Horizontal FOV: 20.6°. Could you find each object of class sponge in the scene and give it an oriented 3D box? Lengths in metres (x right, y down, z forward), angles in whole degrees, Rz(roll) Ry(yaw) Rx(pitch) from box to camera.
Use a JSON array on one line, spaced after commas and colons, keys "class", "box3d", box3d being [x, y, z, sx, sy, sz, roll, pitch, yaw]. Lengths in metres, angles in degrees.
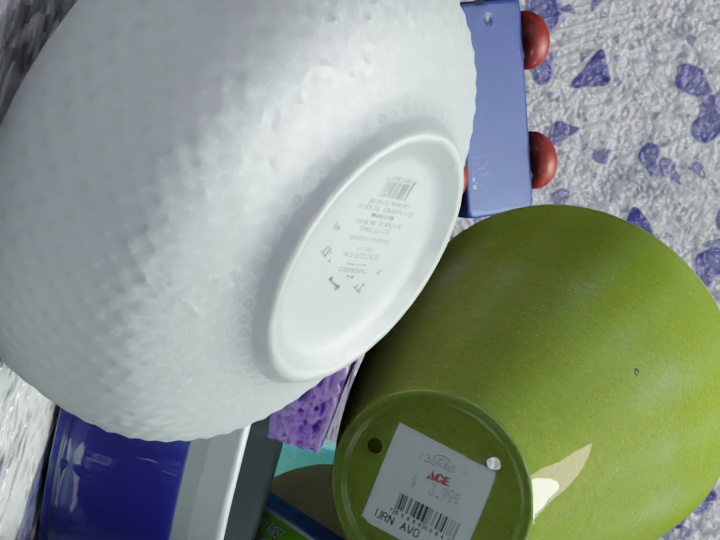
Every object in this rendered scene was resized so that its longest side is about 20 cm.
[{"class": "sponge", "box3d": [0.000, 0.000, 0.925, 0.200, 0.030, 0.112, -68, 178, -73]}]

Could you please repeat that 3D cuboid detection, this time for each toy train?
[{"class": "toy train", "box3d": [0.044, -0.134, 1.159, 0.116, 0.085, 0.200, 6, -77, 53]}]

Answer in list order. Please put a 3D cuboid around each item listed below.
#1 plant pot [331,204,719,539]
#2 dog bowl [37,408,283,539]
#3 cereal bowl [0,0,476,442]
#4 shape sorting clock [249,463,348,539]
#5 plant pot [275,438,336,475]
[{"class": "plant pot", "box3d": [0.068, 0.078, 0.936, 0.200, 0.187, 0.187, -28, 135, -65]}, {"class": "dog bowl", "box3d": [-0.078, 0.061, 0.902, 0.200, 0.079, 0.200, 14, 90, -86]}, {"class": "cereal bowl", "box3d": [-0.028, -0.023, 0.654, 0.200, 0.083, 0.200, -39, 149, -29]}, {"class": "shape sorting clock", "box3d": [-0.069, 0.175, 0.986, 0.200, 0.039, 0.200, -39, -158, 20]}, {"class": "plant pot", "box3d": [-0.052, 0.247, 1.305, 0.200, 0.200, 0.196, -70, -179, -56]}]
